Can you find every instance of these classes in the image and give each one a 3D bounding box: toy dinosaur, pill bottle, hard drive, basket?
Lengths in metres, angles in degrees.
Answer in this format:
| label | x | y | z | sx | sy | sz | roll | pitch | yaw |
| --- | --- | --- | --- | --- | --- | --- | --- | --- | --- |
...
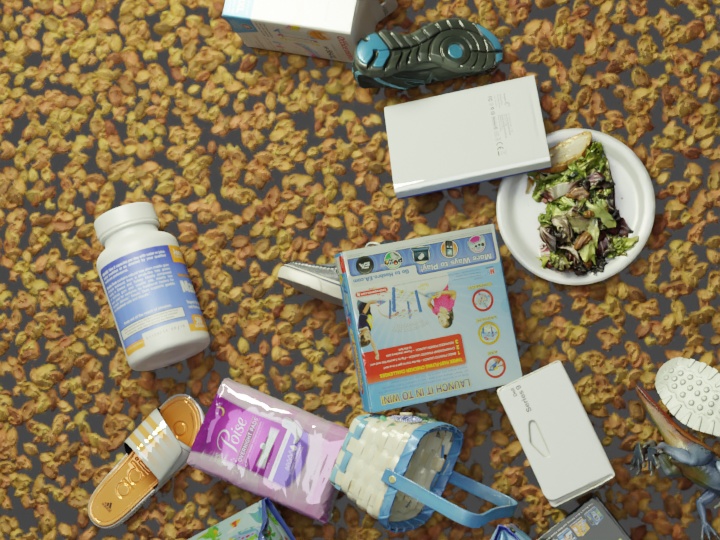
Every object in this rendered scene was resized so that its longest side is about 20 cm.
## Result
| label | x | y | z | sx | sy | sz | roll | pitch | yaw |
| --- | --- | --- | --- | --- | --- | --- | --- | --- | --- |
| toy dinosaur | 0.423 | 0.233 | 1.574 | 0.180 | 0.105 | 0.202 | 8 | 69 | -9 |
| pill bottle | -0.275 | 0.019 | 1.719 | 0.111 | 0.112 | 0.201 | -21 | 78 | 6 |
| hard drive | 0.135 | -0.171 | 1.701 | 0.198 | 0.025 | 0.133 | -11 | 61 | 9 |
| basket | 0.077 | 0.249 | 1.586 | 0.199 | 0.176 | 0.140 | 28 | 95 | 22 |

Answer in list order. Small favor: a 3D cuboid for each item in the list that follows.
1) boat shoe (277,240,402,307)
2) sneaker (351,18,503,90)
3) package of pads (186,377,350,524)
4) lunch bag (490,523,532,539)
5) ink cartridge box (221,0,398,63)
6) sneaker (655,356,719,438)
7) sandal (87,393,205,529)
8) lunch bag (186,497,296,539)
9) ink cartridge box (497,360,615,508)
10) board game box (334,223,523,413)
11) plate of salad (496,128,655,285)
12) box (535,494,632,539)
| label | x | y | z | sx | sy | sz | roll | pitch | yaw |
| --- | --- | --- | --- | --- | --- | --- | --- | --- | --- |
| boat shoe | 0.000 | 0.000 | 1.698 | 0.199 | 0.075 | 0.093 | 17 | 80 | 3 |
| sneaker | 0.085 | -0.276 | 1.727 | 0.198 | 0.082 | 0.074 | -3 | 72 | -10 |
| package of pads | -0.106 | 0.226 | 1.673 | 0.199 | 0.076 | 0.121 | 21 | 82 | 13 |
| lunch bag | 0.153 | 0.397 | 1.514 | 0.094 | 0.151 | 0.201 | 30 | 87 | 14 |
| ink cartridge box | -0.058 | -0.355 | 1.731 | 0.198 | 0.129 | 0.126 | 11 | 83 | 13 |
| sneaker | 0.441 | 0.174 | 1.588 | 0.200 | 0.080 | 0.077 | 34 | 91 | 34 |
| sandal | -0.278 | 0.250 | 1.708 | 0.079 | 0.059 | 0.207 | 39 | 89 | 13 |
| lunch bag | -0.137 | 0.412 | 1.622 | 0.169 | 0.128 | 0.201 | -27 | 109 | 9 |
| ink cartridge box | 0.230 | 0.195 | 1.552 | 0.084 | 0.200 | 0.147 | -26 | 78 | 4 |
| board game box | 0.083 | 0.058 | 1.629 | 0.198 | 0.056 | 0.197 | -10 | 89 | -12 |
| plate of salad | 0.269 | -0.083 | 1.670 | 0.198 | 0.048 | 0.202 | -2 | 80 | 9 |
| box | 0.255 | 0.392 | 1.596 | 0.200 | 0.044 | 0.161 | -38 | 75 | 2 |
